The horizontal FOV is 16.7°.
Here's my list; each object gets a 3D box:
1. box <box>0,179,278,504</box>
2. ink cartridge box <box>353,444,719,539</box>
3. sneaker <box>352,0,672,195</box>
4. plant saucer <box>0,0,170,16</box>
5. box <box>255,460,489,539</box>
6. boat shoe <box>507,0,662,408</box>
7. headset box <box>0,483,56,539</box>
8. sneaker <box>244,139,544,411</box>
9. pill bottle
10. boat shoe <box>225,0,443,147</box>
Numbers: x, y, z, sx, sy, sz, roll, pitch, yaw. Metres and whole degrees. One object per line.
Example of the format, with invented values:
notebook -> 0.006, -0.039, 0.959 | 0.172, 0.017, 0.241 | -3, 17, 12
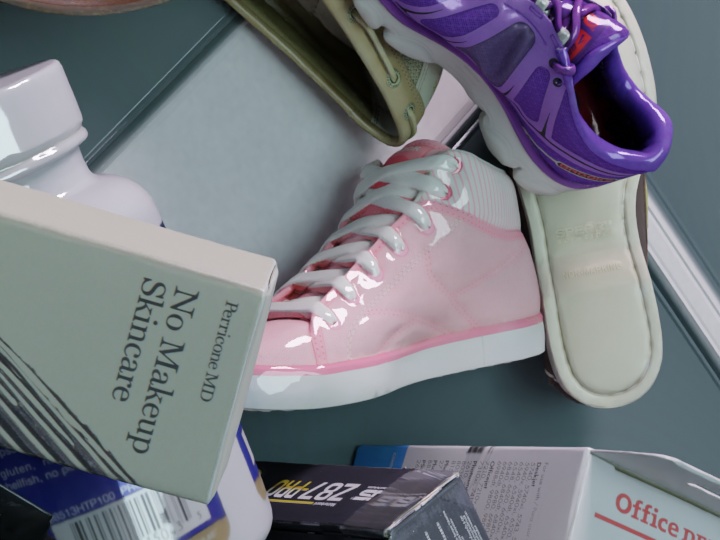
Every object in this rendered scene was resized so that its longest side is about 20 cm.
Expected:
box -> -0.133, 0.011, 0.841 | 0.198, 0.068, 0.083 | 15, 98, 0
ink cartridge box -> 0.091, 0.123, 1.040 | 0.115, 0.199, 0.068 | 25, 73, -32
sneaker -> 0.068, -0.113, 1.040 | 0.200, 0.083, 0.081 | 44, 62, -31
plant saucer -> -0.101, -0.192, 0.966 | 0.198, 0.037, 0.202 | -1, 78, 5
box -> 0.020, 0.175, 1.011 | 0.049, 0.161, 0.201 | -35, 108, -32
boat shoe -> 0.103, -0.037, 1.146 | 0.071, 0.060, 0.202 | -7, 90, -5
headset box -> -0.185, 0.145, 0.848 | 0.148, 0.075, 0.200 | 35, 101, -24
sneaker -> 0.000, 0.000, 1.058 | 0.199, 0.075, 0.106 | -11, 98, -44
pill bottle -> -0.121, 0.029, 0.941 | 0.119, 0.119, 0.201 | -27, 103, -34
boat shoe -> -0.038, -0.127, 1.042 | 0.200, 0.073, 0.064 | 36, 62, -37
